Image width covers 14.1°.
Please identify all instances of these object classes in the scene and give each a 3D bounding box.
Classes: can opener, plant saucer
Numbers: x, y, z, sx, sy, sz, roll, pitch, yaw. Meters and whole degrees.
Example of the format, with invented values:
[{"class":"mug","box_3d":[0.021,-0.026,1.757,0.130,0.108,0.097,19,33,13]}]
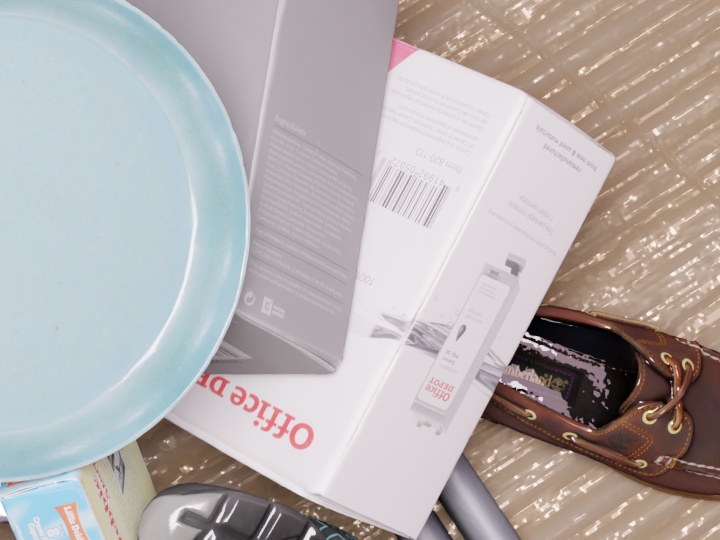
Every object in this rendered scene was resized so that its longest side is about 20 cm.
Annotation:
[{"class":"can opener","box_3d":[0.064,0.148,1.343,0.053,0.066,0.200,-31,76,-7]},{"class":"plant saucer","box_3d":[-0.141,-0.018,1.140,0.200,0.027,0.200,-2,96,-22]}]

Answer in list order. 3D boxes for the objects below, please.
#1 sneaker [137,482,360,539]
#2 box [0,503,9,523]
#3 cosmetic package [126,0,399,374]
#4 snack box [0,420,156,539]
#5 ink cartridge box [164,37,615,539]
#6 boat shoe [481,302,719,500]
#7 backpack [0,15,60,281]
[{"class":"sneaker","box_3d":[-0.032,0.142,1.271,0.075,0.200,0.079,-54,39,0]},{"class":"box","box_3d":[-0.222,0.013,1.325,0.200,0.105,0.184,7,88,0]},{"class":"cosmetic package","box_3d":[-0.055,-0.061,1.273,0.107,0.090,0.200,-2,67,39]},{"class":"snack box","box_3d":[-0.103,0.138,1.245,0.037,0.116,0.200,-14,120,6]},{"class":"ink cartridge box","box_3d":[0.000,0.000,1.315,0.146,0.083,0.200,27,88,41]},{"class":"boat shoe","box_3d":[0.123,0.059,1.361,0.200,0.070,0.070,13,76,-1]},{"class":"backpack","box_3d":[-0.198,-0.056,1.203,0.182,0.135,0.200,-15,74,-8]}]
